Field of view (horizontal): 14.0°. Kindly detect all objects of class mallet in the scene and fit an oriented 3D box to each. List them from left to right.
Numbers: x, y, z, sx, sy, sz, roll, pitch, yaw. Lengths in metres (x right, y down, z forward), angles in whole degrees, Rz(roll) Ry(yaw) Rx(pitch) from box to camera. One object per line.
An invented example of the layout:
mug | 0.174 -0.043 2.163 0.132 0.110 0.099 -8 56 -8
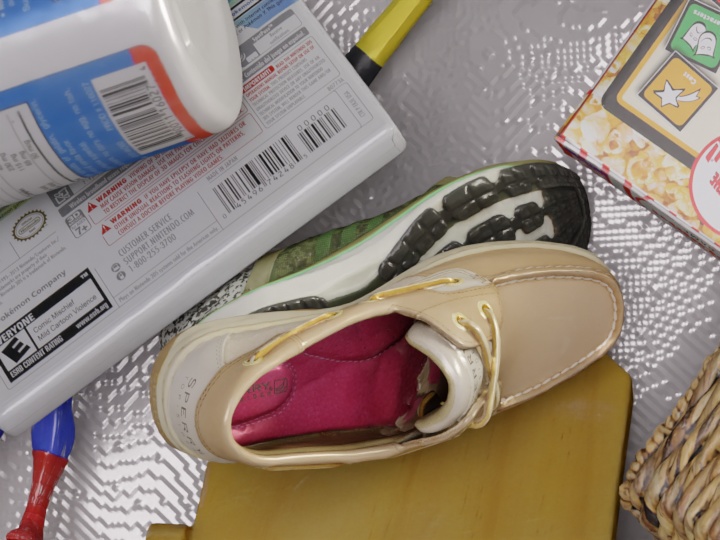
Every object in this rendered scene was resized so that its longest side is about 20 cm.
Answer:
mallet | 0.016 -0.090 1.233 0.066 0.041 0.201 34 95 15

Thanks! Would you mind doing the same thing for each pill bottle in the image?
pill bottle | -0.156 -0.080 1.170 0.199 0.112 0.113 -17 81 12

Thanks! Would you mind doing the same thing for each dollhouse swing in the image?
dollhouse swing | 0.023 0.144 1.206 0.199 0.176 0.182 2 126 10

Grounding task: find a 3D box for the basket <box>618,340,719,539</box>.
basket | 0.223 0.064 1.096 0.143 0.149 0.200 34 90 -30

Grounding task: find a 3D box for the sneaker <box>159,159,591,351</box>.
sneaker | 0.000 0.000 1.201 0.199 0.089 0.077 -24 119 -18

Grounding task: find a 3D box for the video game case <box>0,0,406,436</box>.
video game case | -0.106 -0.056 1.218 0.200 0.022 0.183 -36 57 1

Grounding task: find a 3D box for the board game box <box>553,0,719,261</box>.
board game box | 0.197 -0.090 1.191 0.151 0.046 0.200 36 91 12

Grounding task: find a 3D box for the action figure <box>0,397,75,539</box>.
action figure | -0.131 0.015 1.233 0.065 0.052 0.201 11 75 14

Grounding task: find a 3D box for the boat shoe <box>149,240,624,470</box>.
boat shoe | 0.022 0.039 1.129 0.199 0.069 0.074 -16 108 -21
